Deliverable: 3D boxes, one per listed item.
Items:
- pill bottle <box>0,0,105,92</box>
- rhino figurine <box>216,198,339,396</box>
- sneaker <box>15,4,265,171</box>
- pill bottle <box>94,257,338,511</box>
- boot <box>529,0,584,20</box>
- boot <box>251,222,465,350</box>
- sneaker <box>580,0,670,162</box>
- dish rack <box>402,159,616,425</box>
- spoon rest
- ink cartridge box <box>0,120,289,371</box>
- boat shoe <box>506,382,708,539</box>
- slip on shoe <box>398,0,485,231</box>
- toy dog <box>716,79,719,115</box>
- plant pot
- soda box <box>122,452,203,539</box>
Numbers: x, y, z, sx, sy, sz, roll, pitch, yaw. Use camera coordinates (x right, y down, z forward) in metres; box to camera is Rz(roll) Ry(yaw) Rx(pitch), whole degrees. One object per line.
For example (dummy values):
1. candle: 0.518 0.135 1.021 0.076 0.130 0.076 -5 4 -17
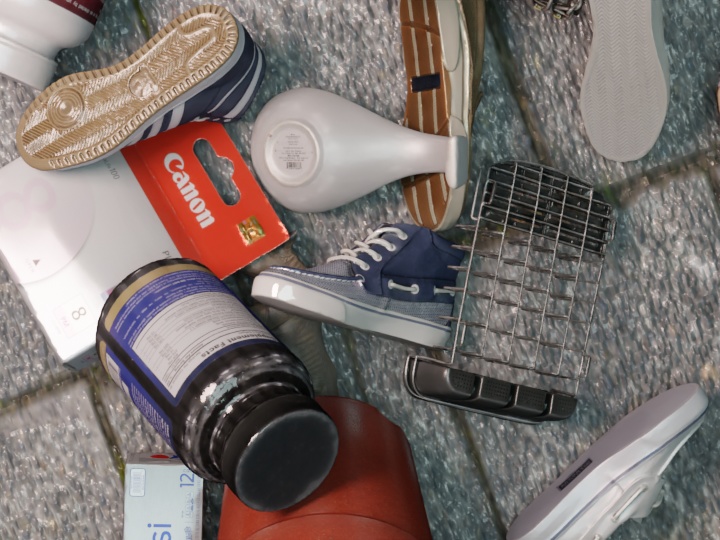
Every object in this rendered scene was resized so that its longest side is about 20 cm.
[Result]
1. pill bottle: -0.240 -0.244 1.445 0.113 0.113 0.201 23 90 -5
2. rhino figurine: -0.069 0.042 1.497 0.087 0.060 0.201 -10 87 -3
3. sneaker: -0.163 -0.130 1.465 0.200 0.108 0.070 -29 77 12
4. pill bottle: -0.103 0.084 1.370 0.112 0.200 0.112 -20 131 -26
5. boot: 0.093 -0.241 1.451 0.174 0.200 0.069 27 131 -1
6. boot: 0.000 0.000 1.463 0.200 0.073 0.091 17 84 -47
7. sneaker: 0.221 -0.195 1.504 0.073 0.116 0.201 9 128 17
8. dish rack: 0.124 0.017 1.490 0.153 0.054 0.201 15 84 -36
9. spoon rest: 0.000 -0.090 1.471 0.199 0.061 0.100 7 100 31
10. ink cartridge box: -0.182 -0.042 1.471 0.200 0.057 0.163 -32 77 2
11. boat shoe: 0.210 0.173 1.526 0.200 0.074 0.065 -41 100 8
12. slip on shoe: 0.070 -0.132 1.503 0.060 0.076 0.201 -7 95 -37
13. toy dog: 0.382 -0.148 1.505 0.199 0.140 0.194 -7 129 -6
14. plant pot: -0.027 0.211 1.416 0.200 0.196 0.201 -2 128 -3
15. soda box: -0.158 0.247 1.493 0.063 0.068 0.201 2 92 -6
